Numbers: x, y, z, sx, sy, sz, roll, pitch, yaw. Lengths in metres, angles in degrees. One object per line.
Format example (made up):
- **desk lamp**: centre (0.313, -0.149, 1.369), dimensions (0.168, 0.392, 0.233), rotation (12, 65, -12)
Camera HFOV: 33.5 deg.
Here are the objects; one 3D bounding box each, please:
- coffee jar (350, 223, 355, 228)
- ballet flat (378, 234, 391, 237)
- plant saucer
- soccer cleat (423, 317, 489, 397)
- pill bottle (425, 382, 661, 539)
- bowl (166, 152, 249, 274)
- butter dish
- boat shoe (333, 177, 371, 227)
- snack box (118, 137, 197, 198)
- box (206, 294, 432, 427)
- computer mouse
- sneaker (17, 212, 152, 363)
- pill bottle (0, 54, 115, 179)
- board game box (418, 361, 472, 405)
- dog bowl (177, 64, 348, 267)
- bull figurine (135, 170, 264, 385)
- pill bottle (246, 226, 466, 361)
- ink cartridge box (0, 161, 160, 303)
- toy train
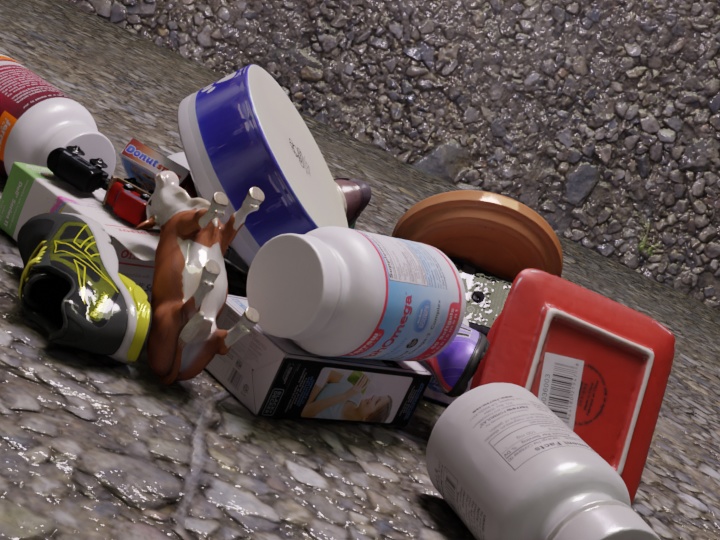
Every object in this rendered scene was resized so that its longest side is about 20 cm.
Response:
- **coffee jar**: centre (-0.103, -0.068, 1.505), dimensions (0.199, 0.105, 0.085), rotation (13, 14, -45)
- **ballet flat**: centre (0.000, 0.000, 1.265), dimensions (0.200, 0.057, 0.067), rotation (-15, 84, -69)
- **plant saucer**: centre (0.130, -0.006, 1.362), dimensions (0.199, 0.201, 0.032), rotation (23, 46, -10)
- **soccer cleat**: centre (0.074, 0.068, 1.158), dimensions (0.073, 0.068, 0.200), rotation (30, 7, -7)
- **pill bottle**: centre (0.140, 0.179, 0.915), dimensions (0.114, 0.115, 0.200), rotation (19, 14, -30)
- **bowl**: centre (-0.147, -0.071, 1.313), dimensions (0.201, 0.091, 0.201), rotation (35, -5, 3)
- **butter dish**: centre (0.181, 0.120, 1.180), dimensions (0.198, 0.201, 0.148), rotation (22, -11, -21)
- **boat shoe**: centre (-0.048, -0.061, 1.339), dimensions (0.064, 0.072, 0.200), rotation (-13, -6, -25)
- **snack box**: centre (-0.185, -0.051, 1.188), dimensions (0.072, 0.024, 0.200), rotation (30, -23, 18)
- **box**: centre (-0.043, 0.083, 1.083), dimensions (0.199, 0.060, 0.116), rotation (13, 17, -47)
- **computer mouse**: centre (0.139, 0.054, 1.323), dimensions (0.199, 0.139, 0.053), rotation (24, -32, 3)
- **sneaker**: centre (-0.244, 0.002, 0.979), dimensions (0.084, 0.075, 0.200), rotation (13, 17, -44)
- **pill bottle**: centre (-0.361, -0.151, 1.306), dimensions (0.199, 0.114, 0.113), rotation (32, 14, 33)
- **board game box**: centre (0.037, 0.078, 1.320), dimensions (0.199, 0.041, 0.200), rotation (21, 13, -21)
- **dog bowl**: centre (-0.091, -0.094, 1.156), dimensions (0.201, 0.078, 0.200), rotation (59, 13, -22)
- **bull figurine**: centre (-0.135, -0.006, 0.982), dimensions (0.065, 0.121, 0.201), rotation (18, 53, -34)
- **pill bottle**: centre (-0.002, 0.021, 1.024), dimensions (0.109, 0.109, 0.199), rotation (33, 15, 34)
- **ink cartridge box**: centre (-0.238, -0.024, 1.122), dimensions (0.200, 0.068, 0.117), rotation (33, 14, 33)
- **toy train**: centre (-0.206, -0.062, 1.100), dimensions (0.199, 0.034, 0.046), rotation (29, 15, 13)
